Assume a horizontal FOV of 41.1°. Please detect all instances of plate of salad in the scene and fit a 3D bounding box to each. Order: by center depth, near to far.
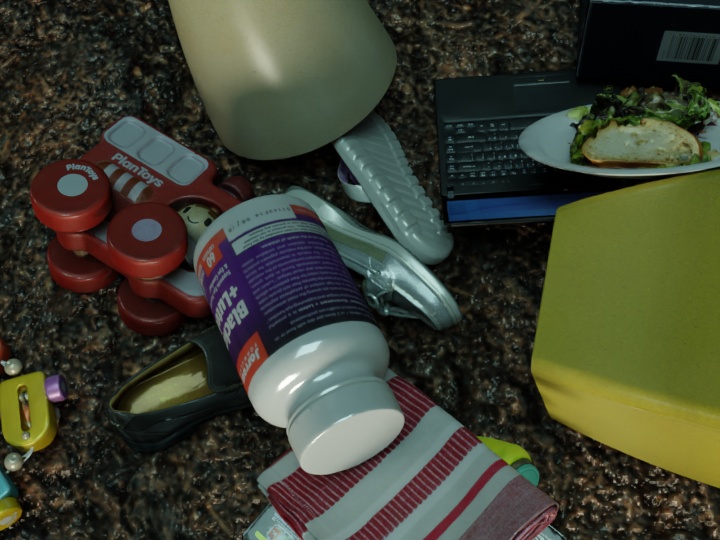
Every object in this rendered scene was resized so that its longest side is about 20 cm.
[{"bbox_3d":[0.226,-0.119,0.763,0.199,0.048,0.200,-7,24,3],"label":"plate of salad"}]

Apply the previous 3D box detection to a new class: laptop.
[{"bbox_3d":[0.155,-0.114,0.841,0.176,0.103,0.201,-3,68,4],"label":"laptop"}]

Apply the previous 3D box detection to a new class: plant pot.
[{"bbox_3d":[0.232,0.044,0.729,0.176,0.200,0.201,6,68,20],"label":"plant pot"},{"bbox_3d":[-0.090,-0.233,0.832,0.187,0.200,0.188,-15,47,16],"label":"plant pot"}]

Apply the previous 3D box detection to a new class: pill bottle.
[{"bbox_3d":[-0.046,0.048,0.731,0.111,0.112,0.200,-26,57,-5],"label":"pill bottle"}]

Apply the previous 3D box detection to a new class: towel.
[{"bbox_3d":[0.025,0.162,0.695,0.144,0.023,0.200,-41,44,-13],"label":"towel"}]

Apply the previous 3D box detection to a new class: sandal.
[{"bbox_3d":[0.011,-0.080,0.868,0.050,0.082,0.203,-49,55,32],"label":"sandal"}]

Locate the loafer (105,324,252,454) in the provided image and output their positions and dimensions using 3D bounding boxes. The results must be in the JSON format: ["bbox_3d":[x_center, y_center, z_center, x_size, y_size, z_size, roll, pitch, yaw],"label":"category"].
[{"bbox_3d":[-0.120,0.082,0.807,0.200,0.072,0.073,-35,67,-9],"label":"loafer"}]

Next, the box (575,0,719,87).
[{"bbox_3d":[0.307,-0.272,0.879,0.199,0.104,0.183,6,63,8],"label":"box"}]

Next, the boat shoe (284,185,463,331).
[{"bbox_3d":[-0.001,-0.001,0.831,0.202,0.074,0.065,34,81,21],"label":"boat shoe"}]

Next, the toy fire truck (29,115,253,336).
[{"bbox_3d":[-0.184,-0.050,0.857,0.200,0.112,0.168,29,55,15],"label":"toy fire truck"}]

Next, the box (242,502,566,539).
[{"bbox_3d":[0.034,0.212,0.754,0.200,0.044,0.160,36,76,18],"label":"box"}]

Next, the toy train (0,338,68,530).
[{"bbox_3d":[-0.328,0.138,0.819,0.150,0.056,0.201,8,66,11],"label":"toy train"}]

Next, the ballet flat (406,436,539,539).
[{"bbox_3d":[0.050,0.203,0.705,0.067,0.067,0.200,29,70,38],"label":"ballet flat"}]
